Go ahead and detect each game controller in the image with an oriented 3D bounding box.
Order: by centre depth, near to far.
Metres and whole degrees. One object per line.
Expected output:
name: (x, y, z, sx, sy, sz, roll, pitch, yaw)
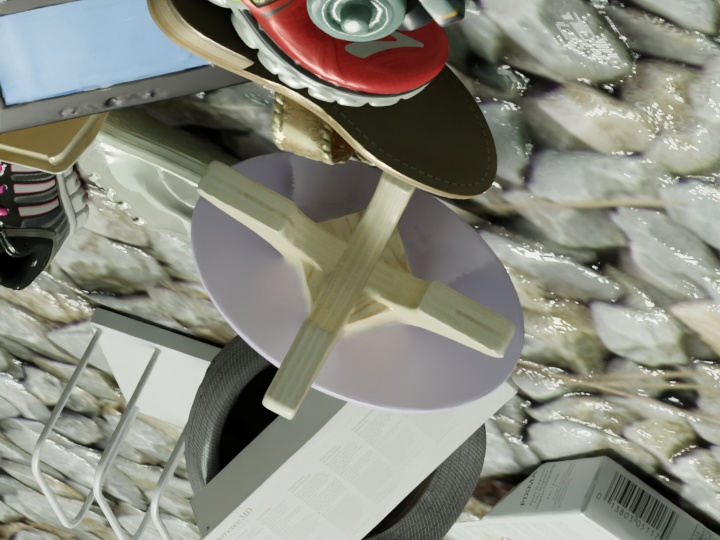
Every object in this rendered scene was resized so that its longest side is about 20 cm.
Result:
game controller: (-0.135, -0.122, 1.449, 0.200, 0.042, 0.104, -12, 148, -4)

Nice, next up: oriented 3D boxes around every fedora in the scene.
fedora: (-0.028, 0.101, 1.824, 0.200, 0.177, 0.090, 20, -167, -25)

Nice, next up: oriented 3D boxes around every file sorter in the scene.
file sorter: (-0.109, 0.138, 1.984, 0.200, 0.125, 0.139, 17, 156, 18)

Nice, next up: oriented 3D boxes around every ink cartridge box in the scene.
ink cartridge box: (0.166, 0.190, 1.923, 0.162, 0.057, 0.200, 35, 164, -20)

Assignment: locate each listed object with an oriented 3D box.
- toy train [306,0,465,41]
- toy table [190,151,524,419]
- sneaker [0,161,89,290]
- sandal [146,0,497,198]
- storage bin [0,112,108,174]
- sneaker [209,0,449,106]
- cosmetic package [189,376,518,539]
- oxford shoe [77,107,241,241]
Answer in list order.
toy train: (0.003, -0.180, 1.251, 0.114, 0.085, 0.200, -16, 140, 25)
toy table: (0.000, 0.000, 1.551, 0.200, 0.184, 0.117, 17, 173, 0)
sneaker: (-0.227, -0.053, 1.749, 0.074, 0.088, 0.200, 17, 155, 20)
sandal: (-0.030, -0.095, 1.452, 0.212, 0.078, 0.070, 29, 148, -26)
storage bin: (-0.247, -0.158, 1.544, 0.198, 0.094, 0.200, 14, 154, 26)
sneaker: (-0.031, -0.151, 1.369, 0.200, 0.077, 0.085, 34, 148, -22)
cosmetic package: (-0.006, 0.107, 1.743, 0.083, 0.200, 0.051, 40, -168, -32)
oxford shoe: (-0.132, -0.061, 1.652, 0.200, 0.058, 0.075, 28, -164, -8)
